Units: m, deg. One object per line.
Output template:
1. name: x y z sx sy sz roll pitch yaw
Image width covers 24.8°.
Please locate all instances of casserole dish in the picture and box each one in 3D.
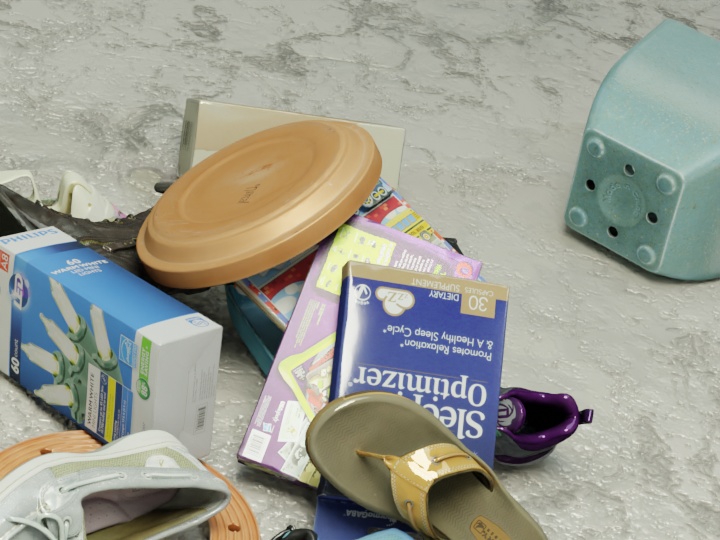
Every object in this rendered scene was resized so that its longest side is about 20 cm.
1. casserole dish: -0.038 0.057 1.328 0.121 0.039 0.200 -2 33 -29

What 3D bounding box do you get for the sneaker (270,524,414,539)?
1. sneaker: -0.024 0.201 1.021 0.078 0.090 0.200 33 31 30

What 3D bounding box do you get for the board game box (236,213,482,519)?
1. board game box: 0.001 0.066 1.187 0.120 0.201 0.032 20 -16 5

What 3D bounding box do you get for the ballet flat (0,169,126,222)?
1. ballet flat: -0.270 -0.049 1.370 0.199 0.071 0.069 1 24 -24

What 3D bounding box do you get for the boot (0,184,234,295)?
1. boot: -0.200 -0.025 1.324 0.200 0.069 0.174 39 38 21

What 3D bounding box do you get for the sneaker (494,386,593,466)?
1. sneaker: 0.072 0.105 1.221 0.199 0.088 0.075 1 72 -23

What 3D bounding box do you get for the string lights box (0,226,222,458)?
1. string lights box: -0.187 0.053 1.170 0.200 0.103 0.059 27 29 38

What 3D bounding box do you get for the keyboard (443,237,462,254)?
1. keyboard: 0.000 -0.022 1.509 0.199 0.021 0.127 5 31 -20

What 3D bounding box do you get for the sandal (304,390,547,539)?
1. sandal: 0.054 0.152 1.098 0.200 0.080 0.054 40 -6 -9

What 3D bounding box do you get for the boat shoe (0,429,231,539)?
1. boat shoe: -0.167 0.155 1.019 0.065 0.075 0.202 27 23 30

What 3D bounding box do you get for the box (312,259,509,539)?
1. box: 0.037 0.100 1.150 0.121 0.201 0.032 9 -12 -11

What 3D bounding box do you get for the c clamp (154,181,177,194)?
1. c clamp: -0.085 -0.062 1.417 0.170 0.027 0.200 1 -2 19

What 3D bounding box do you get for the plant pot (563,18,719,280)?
1. plant pot: 0.310 -0.104 1.634 0.195 0.197 0.200 32 41 28

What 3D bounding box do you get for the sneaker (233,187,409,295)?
1. sneaker: -0.013 0.001 1.337 0.092 0.076 0.200 47 44 12

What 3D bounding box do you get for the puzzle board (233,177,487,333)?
1. puzzle board: 0.000 0.000 1.277 0.151 0.017 0.200 44 43 9

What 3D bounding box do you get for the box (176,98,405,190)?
1. box: -0.066 -0.111 1.545 0.199 0.078 0.095 6 5 -16

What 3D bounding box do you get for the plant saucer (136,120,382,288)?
1. plant saucer: -0.080 -0.058 1.241 0.199 0.032 0.201 -21 28 12

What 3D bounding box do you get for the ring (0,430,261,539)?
1. ring: -0.164 0.172 1.083 0.199 0.019 0.201 11 28 -6
